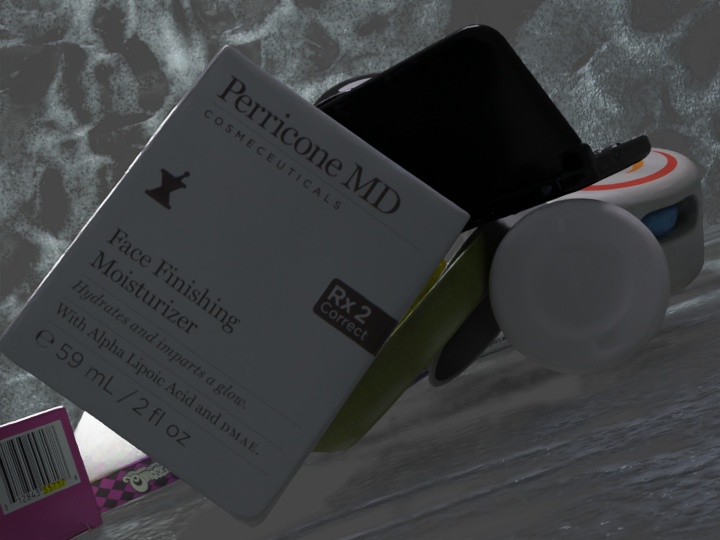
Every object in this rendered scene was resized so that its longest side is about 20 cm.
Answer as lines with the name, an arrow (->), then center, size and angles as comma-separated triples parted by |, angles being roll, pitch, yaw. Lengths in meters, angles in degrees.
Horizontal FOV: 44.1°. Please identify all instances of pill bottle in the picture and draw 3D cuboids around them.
pill bottle -> 0.162, 0.007, 0.652 | 0.114, 0.114, 0.200 | -20, -3, 15

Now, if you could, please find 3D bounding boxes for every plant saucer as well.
plant saucer -> 0.031, 0.058, 0.627 | 0.200, 0.031, 0.200 | -48, -5, -5

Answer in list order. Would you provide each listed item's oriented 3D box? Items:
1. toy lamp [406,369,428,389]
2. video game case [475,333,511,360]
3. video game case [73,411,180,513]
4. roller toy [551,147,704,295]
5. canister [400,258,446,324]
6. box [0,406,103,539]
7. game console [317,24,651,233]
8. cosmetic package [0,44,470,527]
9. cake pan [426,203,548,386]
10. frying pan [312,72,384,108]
toy lamp -> -0.017, 0.114, 0.913 | 0.200, 0.058, 0.058 | -19, -3, 14
video game case -> 0.169, 0.077, 1.066 | 0.182, 0.022, 0.200 | -18, -4, -21
video game case -> -0.167, 0.127, 0.790 | 0.200, 0.036, 0.181 | -24, 22, 9
roller toy -> 0.275, -0.058, 0.967 | 0.182, 0.140, 0.200 | -4, 23, 19
canister -> 0.000, 0.000, 0.880 | 0.086, 0.149, 0.200 | 15, 24, -22
box -> -0.326, 0.185, 0.638 | 0.200, 0.097, 0.176 | -22, -4, 31
game console -> 0.072, -0.088, 0.631 | 0.200, 0.117, 0.176 | -19, 3, 41
cosmetic package -> -0.068, 0.012, 0.531 | 0.200, 0.165, 0.165 | -56, 2, -7
cake pan -> 0.113, 0.014, 0.794 | 0.200, 0.037, 0.200 | -44, -21, -22
frying pan -> 0.051, -0.112, 0.626 | 0.190, 0.031, 0.115 | -8, -21, 9
